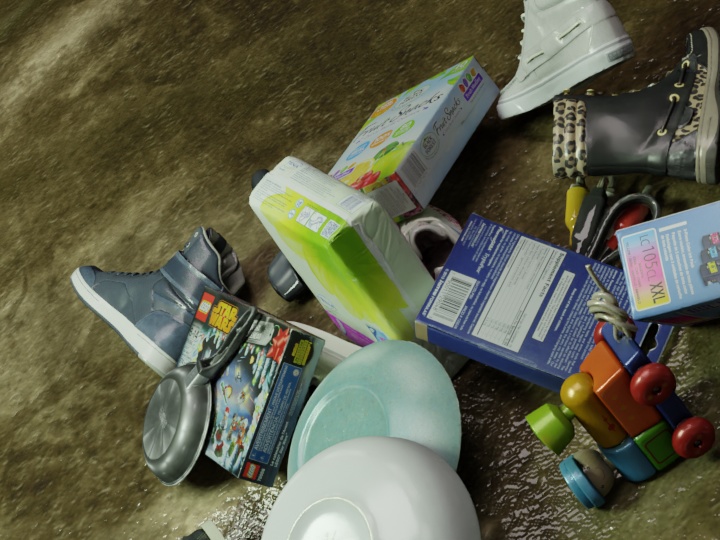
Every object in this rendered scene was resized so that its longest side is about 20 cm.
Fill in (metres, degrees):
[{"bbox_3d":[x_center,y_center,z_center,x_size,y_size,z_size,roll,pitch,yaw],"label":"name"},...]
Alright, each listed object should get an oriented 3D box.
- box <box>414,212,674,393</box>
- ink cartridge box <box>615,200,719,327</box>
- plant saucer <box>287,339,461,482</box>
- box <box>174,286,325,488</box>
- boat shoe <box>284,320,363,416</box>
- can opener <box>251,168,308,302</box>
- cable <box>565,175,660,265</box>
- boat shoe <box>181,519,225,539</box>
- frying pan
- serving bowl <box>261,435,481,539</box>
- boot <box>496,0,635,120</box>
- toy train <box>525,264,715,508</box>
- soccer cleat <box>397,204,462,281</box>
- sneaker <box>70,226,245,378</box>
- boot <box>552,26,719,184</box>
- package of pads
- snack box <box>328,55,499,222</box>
[{"bbox_3d":[0.159,0.037,1.451,0.198,0.033,0.122,21,60,18],"label":"box"},{"bbox_3d":[0.313,-0.017,1.332,0.198,0.136,0.077,-18,78,27],"label":"ink cartridge box"},{"bbox_3d":[-0.003,0.150,1.443,0.200,0.038,0.203,-23,57,40],"label":"plant saucer"},{"bbox_3d":[-0.112,0.101,1.578,0.200,0.040,0.138,20,89,61],"label":"box"},{"bbox_3d":[-0.034,0.103,1.568,0.199,0.072,0.069,20,64,39],"label":"boat shoe"},{"bbox_3d":[-0.079,-0.049,1.767,0.078,0.064,0.201,-33,36,6],"label":"can opener"},{"bbox_3d":[0.201,-0.001,1.518,0.096,0.050,0.202,13,70,27],"label":"cable"},{"bbox_3d":[-0.116,0.278,1.426,0.067,0.072,0.200,-25,26,-12],"label":"boat shoe"},{"bbox_3d":[-0.149,0.120,1.565,0.190,0.031,0.116,-42,42,45],"label":"frying pan"},{"bbox_3d":[-0.006,0.222,1.343,0.198,0.066,0.202,-12,68,33],"label":"serving bowl"},{"bbox_3d":[0.179,-0.213,1.647,0.073,0.096,0.200,-24,-1,-32],"label":"boot"},{"bbox_3d":[0.169,0.089,1.295,0.115,0.200,0.085,-38,36,5],"label":"toy train"},{"bbox_3d":[0.064,-0.027,1.602,0.070,0.087,0.200,-38,36,-2],"label":"soccer cleat"},{"bbox_3d":[-0.203,0.009,1.784,0.147,0.077,0.202,-53,47,-2],"label":"sneaker"},{"bbox_3d":[0.249,-0.146,1.550,0.149,0.074,0.201,-2,43,13],"label":"boot"},{"bbox_3d":[0.000,0.000,1.529,0.068,0.201,0.154,-43,36,-12],"label":"package of pads"},{"bbox_3d":[0.037,-0.112,1.691,0.142,0.053,0.201,-22,25,43],"label":"snack box"}]
